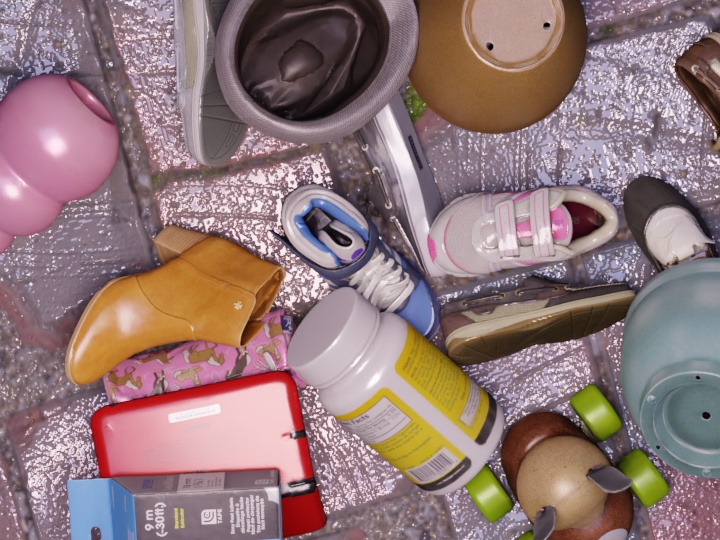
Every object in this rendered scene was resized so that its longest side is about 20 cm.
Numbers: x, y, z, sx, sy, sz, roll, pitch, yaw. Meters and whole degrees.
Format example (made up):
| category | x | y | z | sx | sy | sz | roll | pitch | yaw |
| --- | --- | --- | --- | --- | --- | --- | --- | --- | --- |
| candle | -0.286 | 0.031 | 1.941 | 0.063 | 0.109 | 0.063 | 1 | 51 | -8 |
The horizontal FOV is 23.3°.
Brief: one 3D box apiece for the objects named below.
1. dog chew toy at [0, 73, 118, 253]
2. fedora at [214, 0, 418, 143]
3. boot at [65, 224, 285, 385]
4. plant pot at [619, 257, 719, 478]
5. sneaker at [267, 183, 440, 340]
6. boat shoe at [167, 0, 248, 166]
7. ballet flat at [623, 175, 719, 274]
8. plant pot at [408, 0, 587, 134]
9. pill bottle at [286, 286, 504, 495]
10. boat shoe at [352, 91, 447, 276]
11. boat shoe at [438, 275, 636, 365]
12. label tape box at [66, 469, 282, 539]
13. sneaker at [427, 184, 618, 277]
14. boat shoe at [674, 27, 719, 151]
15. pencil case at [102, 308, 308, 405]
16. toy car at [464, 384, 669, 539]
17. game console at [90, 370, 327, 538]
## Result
| category | x | y | z | sx | sy | sz | roll | pitch | yaw |
| --- | --- | --- | --- | --- | --- | --- | --- | --- | --- |
| dog chew toy | -0.325 | -0.092 | 1.670 | 0.200 | 0.125 | 0.125 | -44 | 92 | 9 |
| fedora | -0.046 | -0.212 | 1.662 | 0.177 | 0.090 | 0.200 | 41 | 84 | -4 |
| boot | -0.173 | 0.048 | 1.651 | 0.143 | 0.071 | 0.202 | 23 | 63 | 28 |
| plant pot | 0.330 | 0.108 | 1.632 | 0.198 | 0.134 | 0.202 | 11 | 123 | 16 |
| sneaker | 0.000 | 0.000 | 1.661 | 0.081 | 0.146 | 0.200 | -44 | 92 | 1 |
| boat shoe | -0.152 | -0.203 | 1.695 | 0.064 | 0.074 | 0.204 | 2 | 97 | 42 |
| ballet flat | 0.325 | -0.005 | 1.705 | 0.068 | 0.068 | 0.201 | -31 | 92 | 0 |
| plant pot | 0.131 | -0.225 | 1.627 | 0.184 | 0.200 | 0.188 | 0 | 93 | 0 |
| pill bottle | 0.032 | 0.113 | 1.656 | 0.200 | 0.114 | 0.114 | 42 | 91 | -22 |
| boat shoe | 0.030 | -0.085 | 1.702 | 0.066 | 0.070 | 0.202 | -18 | 98 | 20 |
| boat shoe | 0.172 | 0.035 | 1.703 | 0.199 | 0.072 | 0.066 | -15 | 63 | -10 |
| label tape box | -0.169 | 0.264 | 1.601 | 0.198 | 0.063 | 0.146 | -3 | 101 | -2 |
| sneaker | 0.160 | -0.044 | 1.669 | 0.198 | 0.088 | 0.082 | -14 | 93 | -17 |
| boat shoe | 0.372 | -0.132 | 1.696 | 0.074 | 0.075 | 0.203 | -29 | 82 | -13 |
| pencil case | -0.150 | 0.102 | 1.692 | 0.198 | 0.087 | 0.084 | -17 | 73 | 2 |
| toy car | 0.203 | 0.215 | 1.647 | 0.164 | 0.200 | 0.158 | -37 | 92 | 1 |
| game console | -0.144 | 0.193 | 1.685 | 0.198 | 0.119 | 0.174 | -12 | 91 | -1 |
